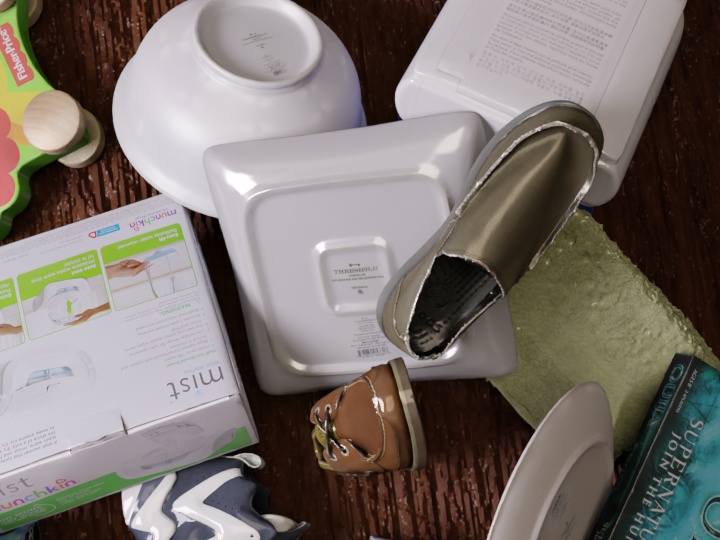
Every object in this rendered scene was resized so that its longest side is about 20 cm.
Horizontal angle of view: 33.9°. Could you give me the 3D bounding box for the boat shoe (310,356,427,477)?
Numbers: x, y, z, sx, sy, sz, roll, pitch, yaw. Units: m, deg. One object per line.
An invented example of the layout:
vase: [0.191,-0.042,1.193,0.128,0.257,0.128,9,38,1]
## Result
boat shoe: [0.002,0.113,0.819,0.067,0.200,0.073,-11,71,-7]

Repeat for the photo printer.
photo printer: [0.136,-0.159,0.840,0.165,0.070,0.201,24,60,7]

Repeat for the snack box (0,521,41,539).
snack box: [-0.287,0.214,0.788,0.115,0.200,0.038,-12,90,-5]

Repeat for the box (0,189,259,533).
box: [-0.193,0.063,0.845,0.198,0.097,0.178,-19,62,-6]

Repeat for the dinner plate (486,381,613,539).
dinner plate: [0.135,0.174,0.806,0.024,0.200,0.202,18,78,31]

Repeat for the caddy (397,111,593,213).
caddy: [0.107,-0.100,0.907,0.140,0.105,0.202,-7,63,-11]

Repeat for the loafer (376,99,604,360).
loafer: [0.087,-0.016,0.751,0.075,0.070,0.201,30,108,-17]

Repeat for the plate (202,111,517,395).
plate: [0.000,0.000,0.825,0.197,0.032,0.202,-6,114,12]

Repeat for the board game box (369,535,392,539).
board game box: [0.057,0.309,0.872,0.133,0.034,0.202,9,80,-1]

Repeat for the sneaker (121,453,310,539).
sneaker: [-0.096,0.225,0.856,0.128,0.080,0.201,-10,71,4]

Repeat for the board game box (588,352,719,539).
board game box: [0.237,0.178,0.832,0.134,0.028,0.201,29,82,-15]

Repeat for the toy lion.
toy lion: [-0.313,-0.119,0.921,0.190,0.069,0.201,-26,82,1]

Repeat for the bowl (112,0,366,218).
bowl: [-0.082,-0.142,0.876,0.199,0.091,0.203,7,54,-10]

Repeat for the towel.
towel: [0.157,0.049,0.864,0.200,0.037,0.148,43,114,-15]
